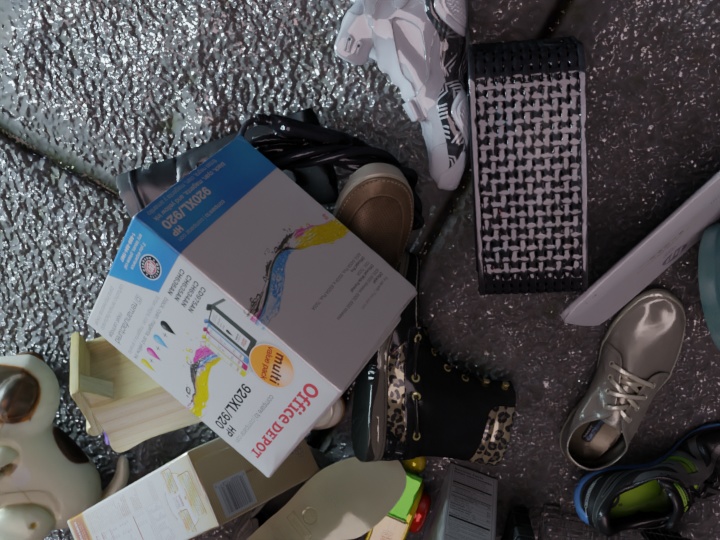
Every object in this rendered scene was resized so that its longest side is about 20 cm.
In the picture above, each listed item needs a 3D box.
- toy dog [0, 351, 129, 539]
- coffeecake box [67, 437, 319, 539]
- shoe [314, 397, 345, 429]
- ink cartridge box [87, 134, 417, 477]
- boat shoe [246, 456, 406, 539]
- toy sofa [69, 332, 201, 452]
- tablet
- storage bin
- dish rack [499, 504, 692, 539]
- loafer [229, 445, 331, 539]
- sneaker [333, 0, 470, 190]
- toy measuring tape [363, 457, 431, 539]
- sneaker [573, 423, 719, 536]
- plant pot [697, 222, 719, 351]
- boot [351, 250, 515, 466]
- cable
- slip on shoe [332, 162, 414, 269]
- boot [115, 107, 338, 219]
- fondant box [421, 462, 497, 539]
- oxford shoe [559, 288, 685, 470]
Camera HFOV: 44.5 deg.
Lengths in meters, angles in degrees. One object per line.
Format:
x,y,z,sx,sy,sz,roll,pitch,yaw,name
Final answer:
-0.359,0.190,0.935,0.191,0.140,0.203,-10,106,-1,toy dog
-0.165,0.223,0.872,0.199,0.153,0.074,-32,80,33,coffeecake box
-0.113,0.127,0.914,0.197,0.053,0.071,17,110,4,shoe
-0.087,0.030,0.718,0.199,0.145,0.148,40,132,1,ink cartridge box
-0.038,0.251,0.878,0.200,0.063,0.074,-37,71,2,boat shoe
-0.175,0.093,0.860,0.197,0.083,0.098,-18,134,-2,toy sofa
0.267,-0.020,0.769,0.200,0.130,0.014,-45,67,19,tablet
0.143,-0.091,0.755,0.092,0.135,0.203,-3,107,10,storage bin
0.237,0.279,0.857,0.197,0.153,0.055,6,93,6,dish rack
-0.097,0.278,0.951,0.069,0.070,0.201,28,110,-1,loafer
0.040,-0.172,0.783,0.113,0.075,0.203,-1,102,11,sneaker
0.024,0.278,0.920,0.073,0.074,0.202,21,93,2,toy measuring tape
0.306,0.209,0.846,0.197,0.083,0.072,-20,104,0,sneaker
0.367,0.010,0.736,0.133,0.200,0.202,-11,108,40,plant pot
0.076,0.091,0.864,0.152,0.073,0.207,10,85,-17,boot
-0.037,-0.051,0.802,0.197,0.051,0.165,13,119,-18,cable
0.000,0.000,0.788,0.075,0.061,0.201,9,128,-20,slip on shoe
-0.113,-0.053,0.857,0.198,0.066,0.166,-19,117,4,boot
0.084,0.306,0.860,0.058,0.200,0.146,19,110,5,fondant box
0.254,0.113,0.846,0.074,0.058,0.202,25,109,3,oxford shoe
